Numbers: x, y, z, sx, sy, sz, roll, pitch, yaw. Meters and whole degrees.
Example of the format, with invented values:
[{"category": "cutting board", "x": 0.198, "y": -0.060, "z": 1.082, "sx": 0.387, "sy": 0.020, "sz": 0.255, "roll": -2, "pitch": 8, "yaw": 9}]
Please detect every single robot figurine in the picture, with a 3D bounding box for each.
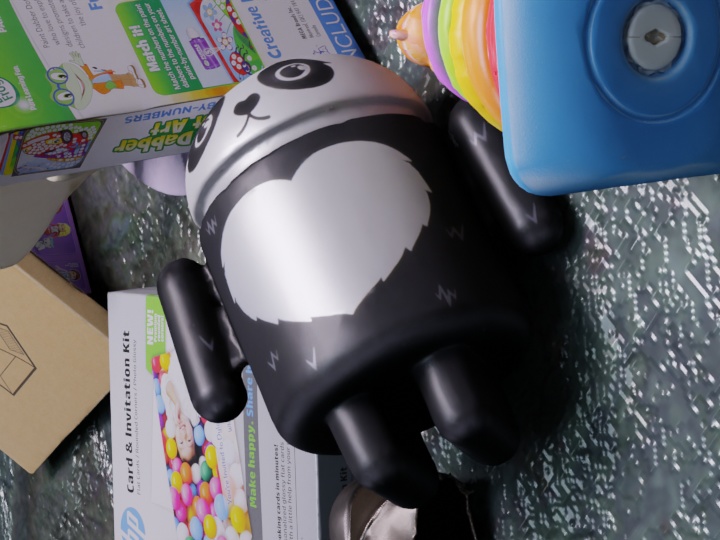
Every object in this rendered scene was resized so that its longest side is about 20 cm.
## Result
[{"category": "robot figurine", "x": -0.002, "y": 0.000, "z": 0.845, "sx": 0.201, "sy": 0.149, "sz": 0.125, "roll": 66, "pitch": 152, "yaw": 23}]

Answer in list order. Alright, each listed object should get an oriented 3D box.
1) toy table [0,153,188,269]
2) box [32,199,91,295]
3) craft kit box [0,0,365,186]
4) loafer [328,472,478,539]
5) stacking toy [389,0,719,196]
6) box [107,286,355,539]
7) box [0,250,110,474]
[{"category": "toy table", "x": -0.154, "y": -0.099, "z": 1.027, "sx": 0.199, "sy": 0.116, "sz": 0.186, "roll": 20, "pitch": 119, "yaw": 55}, {"category": "box", "x": -0.239, "y": -0.051, "z": 1.225, "sx": 0.137, "sy": 0.039, "sz": 0.202, "roll": -36, "pitch": 65, "yaw": 48}, {"category": "craft kit box", "x": -0.122, "y": -0.143, "z": 0.930, "sx": 0.201, "sy": 0.196, "sz": 0.049, "roll": 63, "pitch": 147, "yaw": 27}, {"category": "loafer", "x": 0.037, "y": 0.181, "z": 0.855, "sx": 0.071, "sy": 0.072, "sz": 0.202, "roll": -37, "pitch": 64, "yaw": 50}, {"category": "stacking toy", "x": 0.067, "y": -0.098, "z": 0.784, "sx": 0.200, "sy": 0.115, "sz": 0.111, "roll": -162, "pitch": 66, "yaw": -65}, {"category": "box", "x": -0.066, "y": 0.091, "z": 1.011, "sx": 0.199, "sy": 0.041, "sz": 0.158, "roll": 5, "pitch": 97, "yaw": 54}, {"category": "box", "x": -0.240, "y": 0.024, "z": 1.149, "sx": 0.199, "sy": 0.021, "sz": 0.163, "roll": 39, "pitch": 137, "yaw": -7}]
